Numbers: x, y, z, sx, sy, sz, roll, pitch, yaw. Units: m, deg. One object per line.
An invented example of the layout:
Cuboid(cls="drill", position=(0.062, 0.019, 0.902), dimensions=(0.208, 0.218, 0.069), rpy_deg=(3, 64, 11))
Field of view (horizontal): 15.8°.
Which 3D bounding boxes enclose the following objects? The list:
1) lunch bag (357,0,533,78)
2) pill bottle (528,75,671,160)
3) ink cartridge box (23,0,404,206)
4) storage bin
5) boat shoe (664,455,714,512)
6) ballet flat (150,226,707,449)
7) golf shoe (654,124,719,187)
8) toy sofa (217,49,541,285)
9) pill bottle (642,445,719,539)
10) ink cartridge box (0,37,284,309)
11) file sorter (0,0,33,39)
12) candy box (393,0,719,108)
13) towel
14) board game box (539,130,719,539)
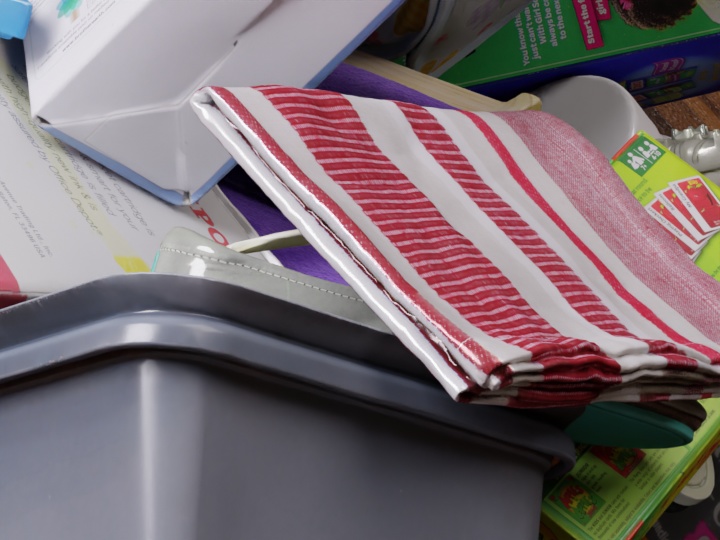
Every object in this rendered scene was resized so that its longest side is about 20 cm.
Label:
Cuboid(cls="lunch bag", position=(0.035, -0.162, 1.072), dimensions=(0.199, 0.169, 0.128), rpy_deg=(4, -53, 54))
Cuboid(cls="pill bottle", position=(0.135, 0.009, 1.200), dimensions=(0.200, 0.113, 0.113), rpy_deg=(48, 14, -36))
Cuboid(cls="ink cartridge box", position=(-0.058, -0.141, 0.942), dimensions=(0.076, 0.136, 0.201), rpy_deg=(32, 28, -35))
Cuboid(cls="storage bin", position=(-0.037, 0.097, 0.796), dimensions=(0.199, 0.145, 0.135), rpy_deg=(21, 64, -43))
Cuboid(cls="boat shoe", position=(0.067, 0.029, 1.059), dimensions=(0.200, 0.066, 0.074), rpy_deg=(54, 26, 21))
Cuboid(cls="ballet flat", position=(0.026, 0.018, 0.868), dimensions=(0.199, 0.067, 0.064), rpy_deg=(7, 75, -16))
Cuboid(cls="golf shoe", position=(0.193, -0.011, 1.131), dimensions=(0.199, 0.078, 0.098), rpy_deg=(15, 73, -51))
Cuboid(cls="toy sofa", position=(-0.038, -0.047, 1.006), dimensions=(0.199, 0.083, 0.097), rpy_deg=(23, 30, 25))
Cuboid(cls="pill bottle", position=(0.199, 0.090, 1.103), dimensions=(0.116, 0.200, 0.117), rpy_deg=(34, 22, -16))
Cuboid(cls="ink cartridge box", position=(-0.137, -0.015, 0.893), dimensions=(0.145, 0.083, 0.200), rpy_deg=(52, 24, 25))
Cuboid(cls="file sorter", position=(-0.186, -0.172, 0.934), dimensions=(0.138, 0.123, 0.200), rpy_deg=(14, 9, -19))
Cuboid(cls="candy box", position=(0.090, -0.114, 1.245), dimensions=(0.169, 0.199, 0.078), rpy_deg=(42, 34, -82))
Cuboid(cls="towel", position=(0.049, -0.011, 0.850), dimensions=(0.144, 0.023, 0.199), rpy_deg=(46, 24, 27))
Cuboid(cls="board game box", position=(0.091, 0.036, 0.970), dimensions=(0.101, 0.048, 0.200), rpy_deg=(37, 45, 11))
